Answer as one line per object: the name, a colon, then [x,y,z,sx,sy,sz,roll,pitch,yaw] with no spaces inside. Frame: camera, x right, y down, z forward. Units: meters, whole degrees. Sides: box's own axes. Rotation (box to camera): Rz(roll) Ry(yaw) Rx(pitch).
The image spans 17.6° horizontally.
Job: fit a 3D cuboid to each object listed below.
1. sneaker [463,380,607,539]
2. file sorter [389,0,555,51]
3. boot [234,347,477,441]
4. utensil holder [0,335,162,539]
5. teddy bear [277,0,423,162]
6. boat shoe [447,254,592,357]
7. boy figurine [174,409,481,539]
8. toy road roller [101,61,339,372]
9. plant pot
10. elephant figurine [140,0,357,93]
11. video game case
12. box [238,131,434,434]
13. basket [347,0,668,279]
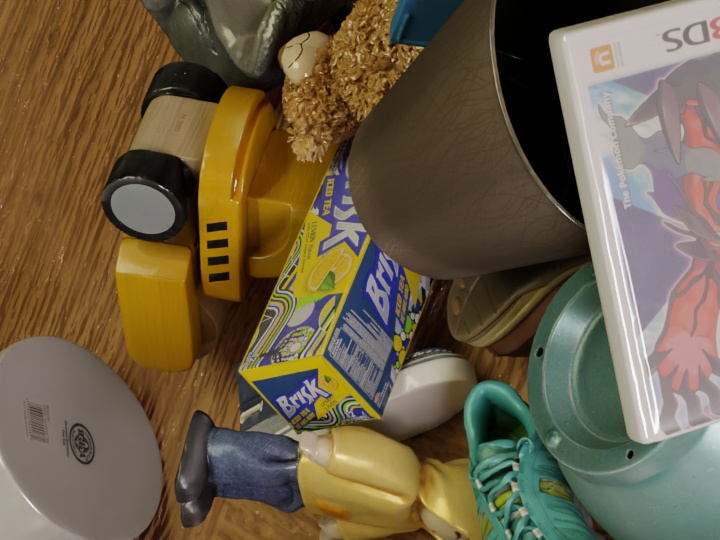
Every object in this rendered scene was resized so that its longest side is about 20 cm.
sneaker: [0.086,0.133,1.269,0.077,0.080,0.200,-29,27,9]
file sorter: [0.127,-0.200,1.293,0.139,0.199,0.123,113,161,-61]
boot: [-0.011,0.067,1.461,0.200,0.072,0.091,-29,61,39]
utensil holder: [-0.259,0.159,1.632,0.200,0.169,0.171,-32,53,32]
teddy bear: [0.018,-0.144,1.416,0.199,0.067,0.146,-11,65,49]
boat shoe: [0.136,-0.011,1.333,0.200,0.067,0.072,-37,39,38]
boy figurine: [-0.006,0.134,1.385,0.125,0.199,0.065,93,-171,-59]
toy road roller: [-0.082,-0.029,1.535,0.201,0.145,0.123,91,-167,-45]
plant pot: [0.172,0.062,1.216,0.200,0.134,0.202,-20,61,41]
elephant figurine: [-0.052,-0.189,1.555,0.200,0.155,0.142,1,53,57]
video game case: [0.192,-0.037,1.117,0.023,0.181,0.201,-163,59,-70]
box: [0.000,0.000,1.422,0.070,0.064,0.201,-13,40,38]
basket: [0.083,-0.076,1.244,0.200,0.135,0.182,-30,64,61]
